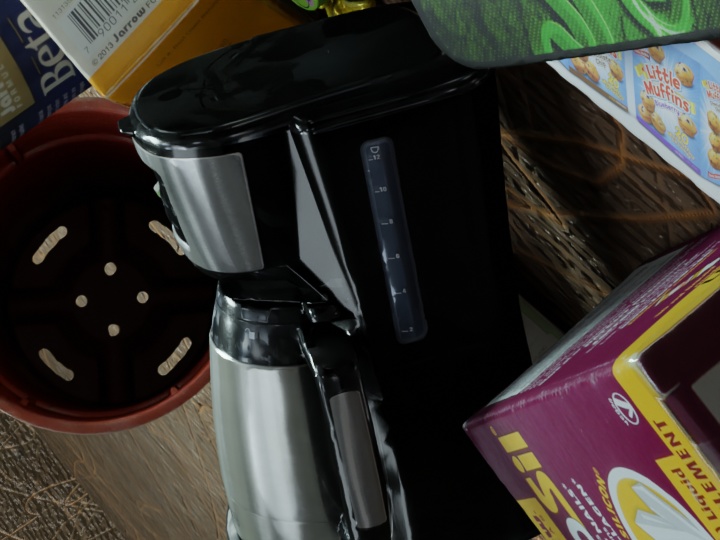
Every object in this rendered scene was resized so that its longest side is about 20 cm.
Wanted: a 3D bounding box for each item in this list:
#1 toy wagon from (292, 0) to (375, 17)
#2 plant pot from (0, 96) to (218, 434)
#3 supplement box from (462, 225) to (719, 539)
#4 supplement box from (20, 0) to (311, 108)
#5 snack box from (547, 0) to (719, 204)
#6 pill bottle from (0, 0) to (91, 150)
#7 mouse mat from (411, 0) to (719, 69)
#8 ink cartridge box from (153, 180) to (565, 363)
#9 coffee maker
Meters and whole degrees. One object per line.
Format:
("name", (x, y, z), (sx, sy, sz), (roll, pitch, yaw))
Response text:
("toy wagon", (-0.051, -0.175, 0.816), (0.155, 0.039, 0.201), (32, 154, 55))
("plant pot", (-0.165, 0.008, 1.317), (0.201, 0.200, 0.195), (52, 173, 4))
("supplement box", (0.129, 0.060, 0.672), (0.131, 0.103, 0.200), (51, 166, 1))
("supplement box", (-0.118, -0.153, 0.910), (0.200, 0.074, 0.126), (49, -169, 21))
("snack box", (0.061, -0.100, 0.670), (0.200, 0.024, 0.072), (44, 160, 32))
("pill bottle", (-0.188, -0.123, 1.036), (0.111, 0.200, 0.111), (48, 165, 18))
("mouse mat", (0.036, -0.148, 0.578), (0.160, 0.008, 0.201), (-1, 124, 51))
("ink cartridge box", (0.000, 0.000, 0.960), (0.200, 0.048, 0.146), (42, 166, -4))
("coffee maker", (0.018, 0.001, 0.811), (0.134, 0.191, 0.201), (23, 130, 50))
